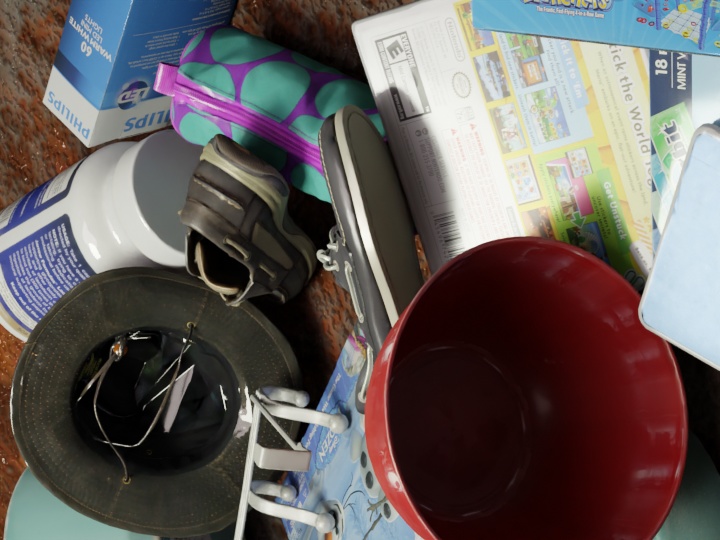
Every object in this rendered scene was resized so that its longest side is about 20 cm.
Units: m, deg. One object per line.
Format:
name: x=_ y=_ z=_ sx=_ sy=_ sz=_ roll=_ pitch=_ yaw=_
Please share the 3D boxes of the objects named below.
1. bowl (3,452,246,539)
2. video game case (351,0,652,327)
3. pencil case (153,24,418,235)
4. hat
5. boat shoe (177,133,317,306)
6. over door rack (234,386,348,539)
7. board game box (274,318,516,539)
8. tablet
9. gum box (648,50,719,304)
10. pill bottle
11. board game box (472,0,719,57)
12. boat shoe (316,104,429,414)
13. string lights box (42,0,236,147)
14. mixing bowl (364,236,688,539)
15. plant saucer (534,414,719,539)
bowl: x=-0.152 y=0.212 z=1.732 sx=0.105 sy=0.201 sz=0.202 roll=-17 pitch=90 yaw=27
video game case: x=0.103 y=-0.076 z=1.422 sx=0.181 sy=0.023 sz=0.201 roll=-14 pitch=97 yaw=31
pencil case: x=-0.034 y=-0.092 z=1.556 sx=0.200 sy=0.092 sz=0.085 roll=26 pitch=113 yaw=37
hat: x=-0.142 y=0.087 z=1.671 sx=0.081 sy=0.200 sz=0.202 roll=-138 pitch=38 yaw=-79
boat shoe: x=-0.083 y=-0.019 z=1.580 sx=0.074 sy=0.073 sz=0.200 roll=33 pitch=166 yaw=21
over door rack: x=-0.048 y=0.166 z=1.554 sx=0.200 sy=0.066 sz=0.148 roll=-109 pitch=27 yaw=-81
board game box: x=0.017 y=0.155 z=1.567 sx=0.200 sy=0.043 sz=0.199 roll=-66 pitch=34 yaw=36
tablet: x=0.244 y=0.018 z=1.282 sx=0.200 sy=0.014 sz=0.131 roll=31 pitch=123 yaw=29
gum box: x=0.249 y=-0.055 z=1.291 sx=0.199 sy=0.044 sz=0.171 roll=10 pitch=110 yaw=38
pill bottle: x=-0.177 y=-0.024 z=1.713 sx=0.200 sy=0.115 sz=0.116 roll=-25 pitch=84 yaw=48
board game box: x=0.193 y=-0.154 z=1.220 sx=0.195 sy=0.200 sz=0.056 roll=12 pitch=111 yaw=43
boat shoe: x=0.000 y=0.000 z=1.459 sx=0.062 sy=0.073 sz=0.201 roll=-10 pitch=108 yaw=23
string lights box: x=-0.137 y=-0.186 z=1.627 sx=0.059 sy=0.103 sz=0.200 roll=43 pitch=130 yaw=28
mixing bowl: x=0.077 y=0.088 z=1.395 sx=0.108 sy=0.200 sz=0.201 roll=-19 pitch=89 yaw=60
plant saucer: x=0.135 y=0.169 z=1.468 sx=0.199 sy=0.036 sz=0.201 roll=-4 pitch=85 yaw=41
